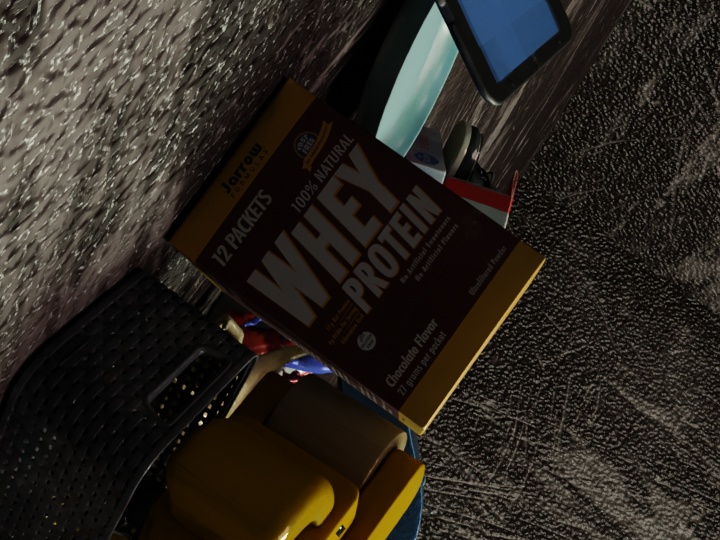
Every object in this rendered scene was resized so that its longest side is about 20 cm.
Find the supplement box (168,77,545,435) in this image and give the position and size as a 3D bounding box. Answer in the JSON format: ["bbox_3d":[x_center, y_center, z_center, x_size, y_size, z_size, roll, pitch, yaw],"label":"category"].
[{"bbox_3d":[0.000,0.000,0.959,0.133,0.200,0.197,-54,174,-5],"label":"supplement box"}]

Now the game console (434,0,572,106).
[{"bbox_3d":[0.117,-0.234,0.953,0.171,0.118,0.200,-58,173,33],"label":"game console"}]

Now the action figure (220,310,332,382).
[{"bbox_3d":[-0.051,0.062,1.117,0.052,0.199,0.066,-152,-114,-67],"label":"action figure"}]

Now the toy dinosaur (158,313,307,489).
[{"bbox_3d":[-0.104,0.085,1.043,0.058,0.101,0.200,1,-146,42],"label":"toy dinosaur"}]

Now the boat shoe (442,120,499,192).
[{"bbox_3d":[0.101,-0.074,1.359,0.200,0.066,0.075,110,-5,-55],"label":"boat shoe"}]

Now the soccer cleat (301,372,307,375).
[{"bbox_3d":[-0.038,0.034,1.512,0.200,0.068,0.085,-52,166,-44],"label":"soccer cleat"}]

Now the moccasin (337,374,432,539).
[{"bbox_3d":[0.019,0.143,1.083,0.068,0.080,0.201,8,86,-86],"label":"moccasin"}]

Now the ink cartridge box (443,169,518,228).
[{"bbox_3d":[0.084,0.001,1.273,0.116,0.067,0.200,107,2,-50],"label":"ink cartridge box"}]

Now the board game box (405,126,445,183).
[{"bbox_3d":[0.031,-0.029,1.342,0.200,0.041,0.201,-84,-169,-75],"label":"board game box"}]

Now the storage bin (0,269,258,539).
[{"bbox_3d":[-0.162,0.115,0.876,0.135,0.094,0.200,-46,169,-50],"label":"storage bin"}]

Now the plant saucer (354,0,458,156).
[{"bbox_3d":[0.041,-0.160,1.085,0.201,0.027,0.200,-61,170,-19],"label":"plant saucer"}]

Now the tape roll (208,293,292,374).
[{"bbox_3d":[-0.071,0.034,1.239,0.200,0.066,0.200,-53,174,-8],"label":"tape roll"}]

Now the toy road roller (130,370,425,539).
[{"bbox_3d":[-0.051,0.136,0.862,0.200,0.123,0.146,-49,161,-33],"label":"toy road roller"}]

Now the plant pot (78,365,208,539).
[{"bbox_3d":[-0.128,0.185,1.126,0.200,0.200,0.177,-60,-178,46],"label":"plant pot"}]
